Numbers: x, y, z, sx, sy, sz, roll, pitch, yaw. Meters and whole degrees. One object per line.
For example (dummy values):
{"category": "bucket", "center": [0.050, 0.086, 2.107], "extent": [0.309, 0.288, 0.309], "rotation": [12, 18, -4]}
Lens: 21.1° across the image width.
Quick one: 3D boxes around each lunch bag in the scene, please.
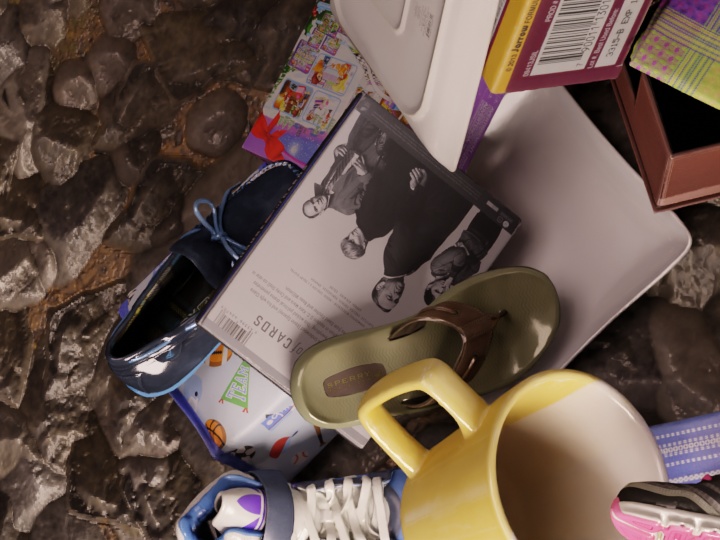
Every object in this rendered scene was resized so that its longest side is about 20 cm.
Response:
{"category": "lunch bag", "center": [-0.080, 0.033, 1.463], "extent": [0.170, 0.124, 0.200], "rotation": [-43, 53, 6]}

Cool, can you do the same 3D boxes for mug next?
{"category": "mug", "center": [0.097, 0.141, 1.291], "extent": [0.153, 0.149, 0.188], "rotation": [-30, 80, 53]}

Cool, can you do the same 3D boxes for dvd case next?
{"category": "dvd case", "center": [0.000, 0.000, 1.352], "extent": [0.201, 0.150, 0.025], "rotation": [-54, 13, -8]}

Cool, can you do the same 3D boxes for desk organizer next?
{"category": "desk organizer", "center": [0.212, -0.151, 1.332], "extent": [0.071, 0.077, 0.201], "rotation": [-13, 66, -4]}

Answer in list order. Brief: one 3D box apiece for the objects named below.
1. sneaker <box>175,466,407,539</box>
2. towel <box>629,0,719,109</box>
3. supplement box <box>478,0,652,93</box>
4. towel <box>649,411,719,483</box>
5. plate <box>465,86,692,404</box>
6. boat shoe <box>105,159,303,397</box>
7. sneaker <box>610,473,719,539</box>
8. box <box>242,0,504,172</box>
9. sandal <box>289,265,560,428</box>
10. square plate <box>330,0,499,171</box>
{"category": "sneaker", "center": [-0.035, 0.180, 1.377], "extent": [0.199, 0.146, 0.081], "rotation": [-15, 69, 30]}
{"category": "towel", "center": [0.283, -0.184, 1.285], "extent": [0.143, 0.023, 0.201], "rotation": [28, 73, 14]}
{"category": "supplement box", "center": [0.113, -0.238, 1.291], "extent": [0.131, 0.102, 0.201], "rotation": [110, 145, -54]}
{"category": "towel", "center": [0.230, 0.193, 1.272], "extent": [0.144, 0.024, 0.202], "rotation": [-15, 69, 29]}
{"category": "plate", "center": [0.120, -0.017, 1.399], "extent": [0.200, 0.032, 0.200], "rotation": [-46, 57, 16]}
{"category": "boat shoe", "center": [-0.103, 0.005, 1.375], "extent": [0.084, 0.069, 0.201], "rotation": [31, 84, 29]}
{"category": "sneaker", "center": [0.258, 0.137, 1.218], "extent": [0.198, 0.074, 0.088], "rotation": [-1, 66, 9]}
{"category": "box", "center": [0.010, -0.121, 1.474], "extent": [0.199, 0.039, 0.138], "rotation": [26, 88, 45]}
{"category": "sandal", "center": [0.050, 0.059, 1.322], "extent": [0.200, 0.057, 0.080], "rotation": [-22, 91, -12]}
{"category": "square plate", "center": [0.031, -0.202, 1.319], "extent": [0.201, 0.028, 0.199], "rotation": [102, 148, -42]}
